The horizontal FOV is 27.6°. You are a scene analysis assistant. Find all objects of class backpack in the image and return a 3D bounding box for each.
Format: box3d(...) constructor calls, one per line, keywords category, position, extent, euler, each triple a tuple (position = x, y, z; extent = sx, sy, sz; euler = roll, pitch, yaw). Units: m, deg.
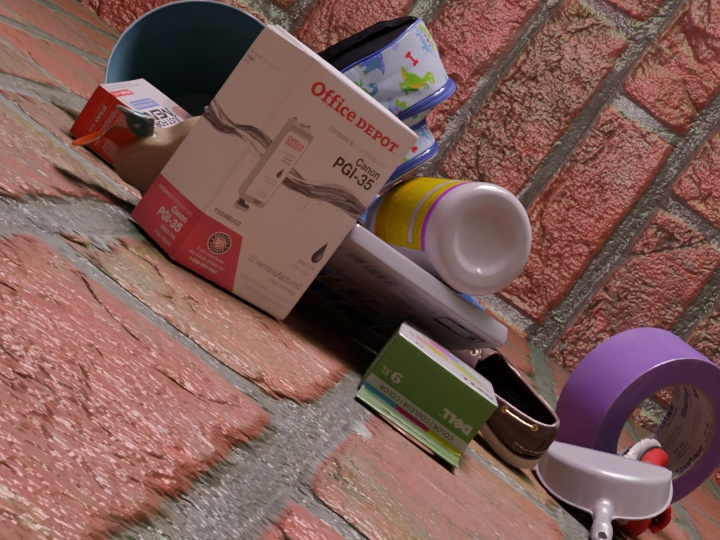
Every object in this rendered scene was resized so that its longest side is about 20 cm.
box3d(category="backpack", position=(-0.004, -0.154, 1.455), extent=(0.147, 0.200, 0.183), euler=(57, -6, -14))

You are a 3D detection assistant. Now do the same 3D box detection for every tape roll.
box3d(category="tape roll", position=(0.331, 0.173, 1.699), extent=(0.200, 0.200, 0.085), euler=(34, 6, -33))

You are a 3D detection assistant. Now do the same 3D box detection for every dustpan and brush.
box3d(category="dustpan and brush", position=(0.233, 0.217, 1.404), extent=(0.139, 0.057, 0.200), euler=(13, 4, 7))

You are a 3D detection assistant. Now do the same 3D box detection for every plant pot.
box3d(category="plant pot", position=(-0.176, -0.175, 1.601), extent=(0.200, 0.200, 0.135), euler=(37, -18, 5))

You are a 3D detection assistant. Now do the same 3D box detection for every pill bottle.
box3d(category="pill bottle", position=(0.075, -0.037, 1.402), extent=(0.104, 0.104, 0.200), euler=(35, -8, -22))

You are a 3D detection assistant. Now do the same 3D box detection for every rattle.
box3d(category="rattle", position=(-0.166, -0.127, 1.285), extent=(0.200, 0.130, 0.143), euler=(20, 53, -35))

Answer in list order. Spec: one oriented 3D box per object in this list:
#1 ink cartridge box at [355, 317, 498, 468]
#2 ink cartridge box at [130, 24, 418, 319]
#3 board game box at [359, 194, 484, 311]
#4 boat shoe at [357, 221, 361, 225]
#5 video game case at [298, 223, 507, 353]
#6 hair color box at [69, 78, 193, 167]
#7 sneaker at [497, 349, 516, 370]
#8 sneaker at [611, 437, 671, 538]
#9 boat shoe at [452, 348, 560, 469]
box3d(category="ink cartridge box", position=(0.059, 0.101, 1.254), extent=(0.104, 0.059, 0.200), euler=(37, 5, 2))
box3d(category="ink cartridge box", position=(-0.070, -0.081, 1.222), extent=(0.146, 0.200, 0.083), euler=(32, 7, -43))
box3d(category="board game box", position=(0.056, -0.027, 1.719), extent=(0.200, 0.037, 0.151), euler=(46, 3, -11))
box3d(category="boat shoe", position=(-0.031, -0.062, 1.797), extent=(0.066, 0.070, 0.200), euler=(10, 46, -49))
box3d(category="video game case", position=(0.009, 0.022, 1.366), extent=(0.200, 0.024, 0.182), euler=(34, -24, -31))
box3d(category="hair color box", position=(-0.174, -0.105, 1.444), extent=(0.200, 0.064, 0.111), euler=(38, 16, 4))
box3d(category="sneaker", position=(0.091, 0.087, 1.571), extent=(0.200, 0.070, 0.076), euler=(35, 2, -30))
box3d(category="sneaker", position=(0.298, 0.241, 1.571), extent=(0.085, 0.077, 0.200), euler=(45, 23, 13))
box3d(category="boat shoe", position=(0.120, 0.102, 1.441), extent=(0.072, 0.060, 0.200), euler=(-9, 51, -45))
